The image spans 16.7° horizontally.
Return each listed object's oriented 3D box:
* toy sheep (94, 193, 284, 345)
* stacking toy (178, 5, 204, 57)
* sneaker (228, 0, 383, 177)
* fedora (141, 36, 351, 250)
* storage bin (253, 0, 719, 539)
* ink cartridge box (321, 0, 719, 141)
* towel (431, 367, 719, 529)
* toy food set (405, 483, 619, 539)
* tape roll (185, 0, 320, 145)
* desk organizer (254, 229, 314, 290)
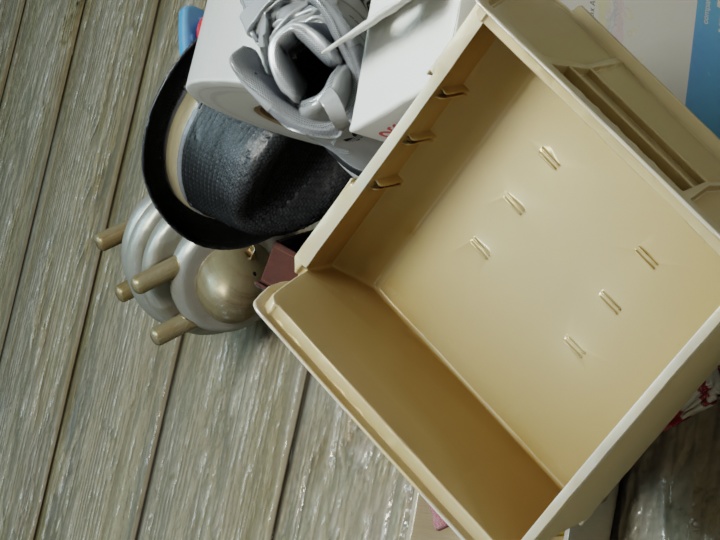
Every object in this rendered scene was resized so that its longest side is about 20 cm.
[{"bbox_3d":[-0.126,-0.014,1.896,0.200,0.137,0.138,46,119,54],"label":"toy sheep"},{"bbox_3d":[-0.043,-0.207,1.897,0.200,0.116,0.110,-45,33,28],"label":"stacking toy"},{"bbox_3d":[-0.033,-0.142,1.403,0.075,0.115,0.200,-37,64,12],"label":"sneaker"},{"bbox_3d":[-0.051,-0.091,1.717,0.092,0.200,0.201,41,115,48],"label":"fedora"},{"bbox_3d":[0.077,-0.002,1.159,0.199,0.094,0.200,46,120,18],"label":"storage bin"},{"bbox_3d":[0.093,-0.125,1.302,0.128,0.199,0.126,157,126,-64],"label":"ink cartridge box"},{"bbox_3d":[0.095,0.034,1.267,0.200,0.023,0.145,-31,63,40],"label":"towel"},{"bbox_3d":[0.083,0.108,1.359,0.200,0.060,0.144,161,122,-66],"label":"toy food set"},{"bbox_3d":[0.001,-0.156,1.569,0.203,0.202,0.140,177,108,-69],"label":"tape roll"},{"bbox_3d":[0.000,0.000,1.644,0.077,0.071,0.200,-71,21,3],"label":"desk organizer"}]
